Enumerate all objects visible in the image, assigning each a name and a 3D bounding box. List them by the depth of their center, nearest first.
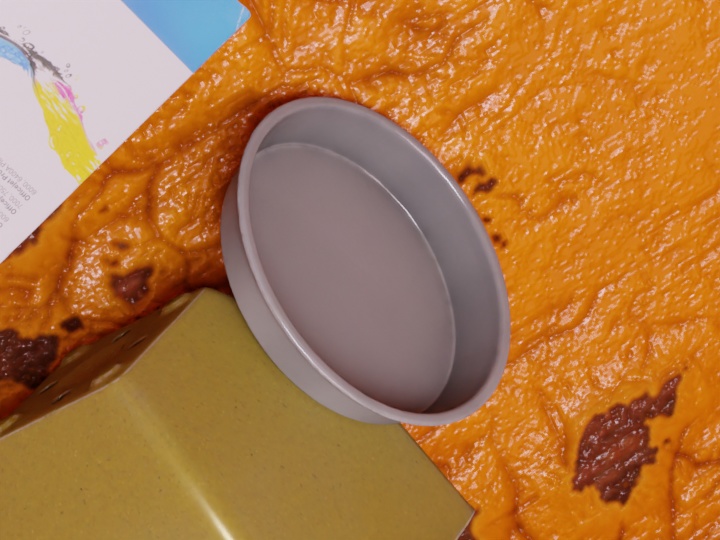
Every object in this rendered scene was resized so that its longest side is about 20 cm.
[{"bbox_3d":[-0.191,-0.127,1.446,0.200,0.147,0.145,-45,124,1],"label":"ink cartridge box"},{"bbox_3d":[-0.094,0.130,1.567,0.195,0.194,0.201,-25,104,34],"label":"plant pot"},{"bbox_3d":[0.000,0.000,1.588,0.200,0.201,0.037,26,138,-32],"label":"cake pan"}]
